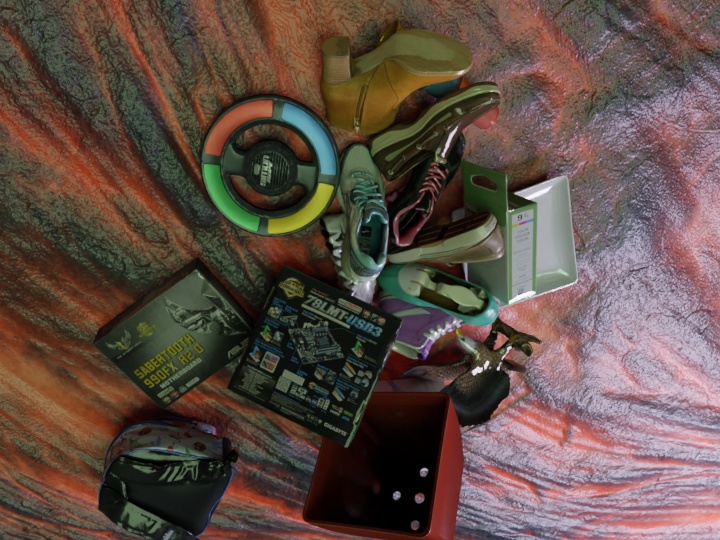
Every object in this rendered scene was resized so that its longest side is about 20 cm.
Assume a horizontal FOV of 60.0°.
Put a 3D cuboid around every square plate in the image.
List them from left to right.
[{"bbox_3d":[0.254,-0.039,1.024,0.195,0.029,0.202,-18,117,-3],"label":"square plate"}]

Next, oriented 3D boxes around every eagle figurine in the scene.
[{"bbox_3d":[0.186,0.162,1.045,0.200,0.152,0.151,-44,79,-7],"label":"eagle figurine"}]

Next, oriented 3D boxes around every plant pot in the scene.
[{"bbox_3d":[0.060,0.314,0.942,0.198,0.202,0.177,-6,141,29],"label":"plant pot"}]

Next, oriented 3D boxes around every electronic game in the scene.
[{"bbox_3d":[-0.126,-0.143,0.876,0.197,0.042,0.203,-1,114,-1],"label":"electronic game"}]

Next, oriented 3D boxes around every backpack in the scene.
[{"bbox_3d":[-0.319,0.327,1.009,0.189,0.154,0.202,20,104,-28],"label":"backpack"}]

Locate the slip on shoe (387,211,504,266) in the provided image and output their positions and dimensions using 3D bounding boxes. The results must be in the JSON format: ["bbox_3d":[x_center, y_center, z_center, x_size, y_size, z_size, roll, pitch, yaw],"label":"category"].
[{"bbox_3d":[0.122,-0.033,0.924,0.198,0.076,0.061,-16,118,41],"label":"slip on shoe"}]

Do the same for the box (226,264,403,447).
[{"bbox_3d":[-0.064,0.122,0.911,0.198,0.050,0.201,24,84,6],"label":"box"}]

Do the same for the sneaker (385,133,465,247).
[{"bbox_3d":[0.096,-0.118,0.918,0.078,0.096,0.201,26,106,-20],"label":"sneaker"}]

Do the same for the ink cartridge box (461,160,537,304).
[{"bbox_3d":[0.206,-0.063,0.923,0.059,0.104,0.203,-18,118,-21],"label":"ink cartridge box"}]

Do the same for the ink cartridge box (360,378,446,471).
[{"bbox_3d":[0.056,0.275,1.098,0.197,0.088,0.147,-2,115,-13],"label":"ink cartridge box"}]

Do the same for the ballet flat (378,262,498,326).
[{"bbox_3d":[0.116,0.025,0.950,0.198,0.071,0.068,21,73,18],"label":"ballet flat"}]

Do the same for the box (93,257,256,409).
[{"bbox_3d":[-0.279,0.100,0.967,0.199,0.048,0.159,-34,117,5],"label":"box"}]

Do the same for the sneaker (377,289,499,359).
[{"bbox_3d":[0.127,0.090,0.993,0.197,0.116,0.073,-3,147,4],"label":"sneaker"}]

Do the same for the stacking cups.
[{"bbox_3d":[0.113,-0.265,0.870,0.198,0.061,0.061,28,107,-22],"label":"stacking cups"}]

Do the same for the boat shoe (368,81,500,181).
[{"bbox_3d":[0.108,-0.183,0.858,0.201,0.074,0.076,-23,83,34],"label":"boat shoe"}]

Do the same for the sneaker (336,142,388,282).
[{"bbox_3d":[0.013,-0.088,0.883,0.076,0.086,0.203,-3,82,-18],"label":"sneaker"}]

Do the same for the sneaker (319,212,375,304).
[{"bbox_3d":[0.000,0.000,0.969,0.080,0.075,0.202,-21,118,-11],"label":"sneaker"}]

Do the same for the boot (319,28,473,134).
[{"bbox_3d":[0.045,-0.240,0.827,0.198,0.072,0.145,5,153,8],"label":"boot"}]
